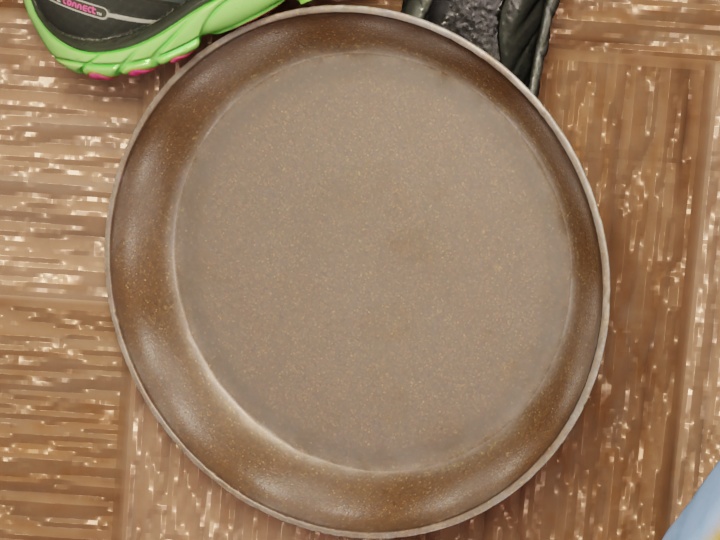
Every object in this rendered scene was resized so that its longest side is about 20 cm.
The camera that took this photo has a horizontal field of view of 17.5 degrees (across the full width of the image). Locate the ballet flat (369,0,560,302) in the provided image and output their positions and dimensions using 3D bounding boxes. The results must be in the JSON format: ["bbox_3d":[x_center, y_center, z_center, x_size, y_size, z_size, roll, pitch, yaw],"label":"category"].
[{"bbox_3d":[0.041,-0.084,0.882,0.066,0.057,0.202,11,100,-5],"label":"ballet flat"}]

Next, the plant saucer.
[{"bbox_3d":[0.000,0.000,0.880,0.199,0.032,0.202,4,103,19],"label":"plant saucer"}]

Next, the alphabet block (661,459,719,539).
[{"bbox_3d":[0.217,0.168,0.829,0.199,0.197,0.196,23,120,-14],"label":"alphabet block"}]

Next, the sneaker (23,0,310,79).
[{"bbox_3d":[-0.037,-0.142,0.849,0.199,0.077,0.084,-28,118,4],"label":"sneaker"}]
